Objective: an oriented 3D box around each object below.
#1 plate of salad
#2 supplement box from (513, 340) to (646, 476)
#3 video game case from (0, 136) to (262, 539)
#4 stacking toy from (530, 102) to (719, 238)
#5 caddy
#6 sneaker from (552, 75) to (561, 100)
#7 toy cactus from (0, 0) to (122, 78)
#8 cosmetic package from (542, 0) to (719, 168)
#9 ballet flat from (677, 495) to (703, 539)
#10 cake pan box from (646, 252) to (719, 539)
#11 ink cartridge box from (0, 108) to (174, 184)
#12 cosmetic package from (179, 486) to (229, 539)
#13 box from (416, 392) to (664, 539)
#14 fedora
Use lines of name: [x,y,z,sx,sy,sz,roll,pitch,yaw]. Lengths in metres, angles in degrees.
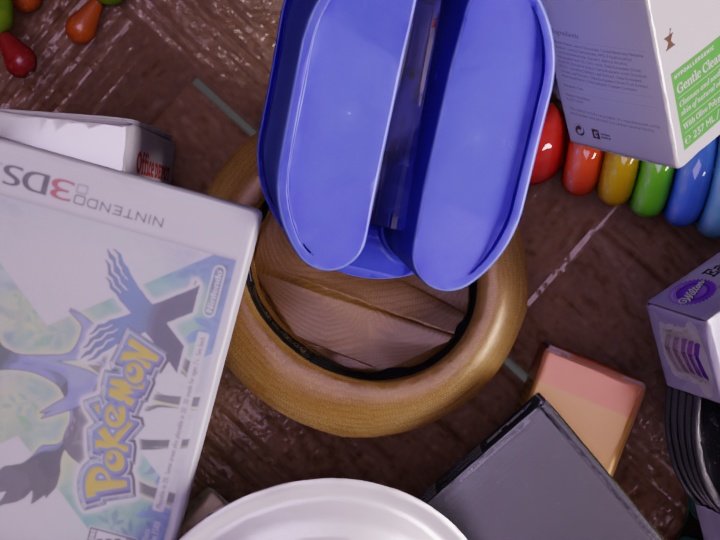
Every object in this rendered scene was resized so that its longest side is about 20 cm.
plate of salad: [-0.025,0.196,0.702,0.197,0.048,0.203,-3,109,-10]
supplement box: [0.105,0.148,0.803,0.066,0.069,0.202,21,90,2]
video game case: [-0.161,0.043,0.679,0.180,0.022,0.203,15,92,0]
stacking toy: [0.172,-0.068,0.796,0.197,0.085,0.087,12,91,6]
caddy: [0.021,-0.086,0.695,0.139,0.105,0.203,10,106,-9]
sneaker: [0.054,-0.158,0.780,0.197,0.077,0.076,14,136,2]
toy cactus: [-0.186,-0.232,0.792,0.165,0.102,0.200,42,100,9]
cosmetic package: [0.151,-0.171,0.703,0.107,0.084,0.202,-38,127,-26]
ballet flat: [0.228,0.161,0.805,0.069,0.067,0.203,5,93,-14]
cake pan box: [0.256,0.058,0.740,0.199,0.052,0.186,-32,115,-23]
ink cartridge box: [-0.167,0.014,0.762,0.083,0.145,0.203,7,92,0]
cosmetic package: [-0.130,0.225,0.769,0.073,0.104,0.200,43,77,0]
box: [0.090,0.207,0.750,0.200,0.048,0.194,-40,92,3]
fedora: [0.000,0.000,0.792,0.198,0.082,0.204,0,91,3]
